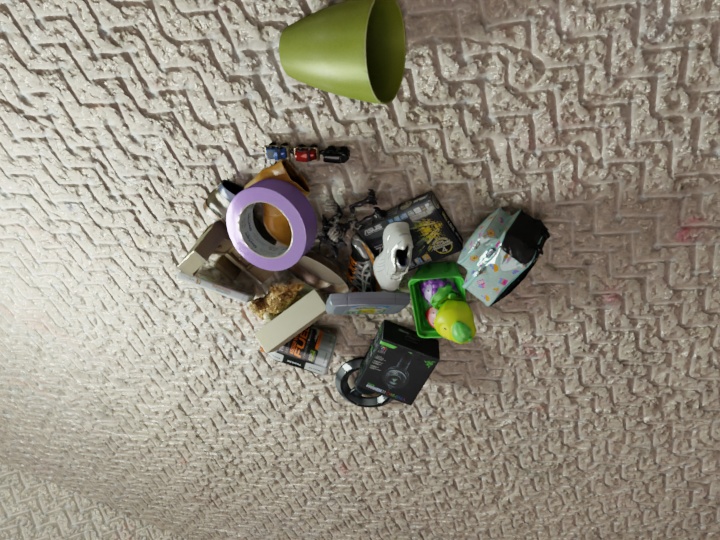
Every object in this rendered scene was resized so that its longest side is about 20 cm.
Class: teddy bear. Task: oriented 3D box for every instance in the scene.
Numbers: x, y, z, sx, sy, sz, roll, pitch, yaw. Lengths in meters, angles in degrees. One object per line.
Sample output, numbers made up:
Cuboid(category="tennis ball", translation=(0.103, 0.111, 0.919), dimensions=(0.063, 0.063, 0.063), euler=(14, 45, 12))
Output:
Cuboid(category="teddy bear", translation=(-0.222, 0.084, 1.499), dimensions=(0.200, 0.145, 0.067), euler=(-38, 73, 29))

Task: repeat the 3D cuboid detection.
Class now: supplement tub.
Cuboid(category="supplement tub", translation=(-0.174, 0.213, 1.587), dimensions=(0.199, 0.123, 0.123), euler=(17, 131, -4))

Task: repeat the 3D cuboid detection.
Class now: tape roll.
Cuboid(category="tape roll", translation=(-0.202, -0.103, 1.272), dimensions=(0.199, 0.066, 0.201), euler=(9, 117, 18))

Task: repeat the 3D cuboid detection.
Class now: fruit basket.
Cuboid(category="fruit basket", translation=(0.204, 0.102, 1.367), dimensions=(0.155, 0.216, 0.216), euler=(-3, 129, 14))

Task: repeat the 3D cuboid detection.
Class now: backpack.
Cuboid(category="backpack", translation=(0.307, -0.028, 1.257), dimensions=(0.153, 0.176, 0.200), euler=(29, 130, 8))

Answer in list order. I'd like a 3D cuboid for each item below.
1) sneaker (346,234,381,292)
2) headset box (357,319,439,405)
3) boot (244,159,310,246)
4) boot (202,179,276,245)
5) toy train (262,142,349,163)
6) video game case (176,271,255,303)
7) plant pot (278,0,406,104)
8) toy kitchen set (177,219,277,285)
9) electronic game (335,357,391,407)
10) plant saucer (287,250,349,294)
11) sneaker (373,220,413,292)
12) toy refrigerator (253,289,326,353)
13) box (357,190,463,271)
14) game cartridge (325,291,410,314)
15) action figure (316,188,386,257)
Cuboid(category="sneaker", translation=(0.000, 0.000, 1.390), dimensions=(0.077, 0.078, 0.201), euler=(-19, 127, -7))
Cuboid(category="headset box", translation=(0.109, 0.254, 1.568), dimensions=(0.174, 0.093, 0.200), euler=(22, 120, -7))
Cuboid(category="boot", translation=(-0.169, -0.152, 1.311), dimensions=(0.144, 0.071, 0.201), euler=(-20, 117, 33))
Cuboid(category="boot", translation=(-0.277, -0.135, 1.350), dimensions=(0.200, 0.075, 0.097), euler=(31, 131, -12))
Cuboid(category="toy train", translation=(-0.123, -0.257, 1.234), dimensions=(0.199, 0.046, 0.034), euler=(5, 130, 8))
Cuboid(category="video game case", translation=(-0.371, 0.042, 1.463), dimensions=(0.181, 0.200, 0.023), euler=(20, 88, -5))
Cuboid(category="plant pot", translation=(-0.041, -0.404, 1.028), dimensions=(0.199, 0.187, 0.188), euler=(9, 132, 24))
Cuboid(category="toy kitchen set", translation=(-0.343, 0.002, 1.407), dimensions=(0.200, 0.181, 0.163), euler=(43, 126, -18))
Cuboid(category="electronic game", translation=(0.021, 0.344, 1.709), dimensions=(0.199, 0.042, 0.201), euler=(4, 122, 6))
Cuboid(category="plant saucer", translation=(-0.110, 0.000, 1.408), dimensions=(0.200, 0.032, 0.200), euler=(24, 160, 9))
Cuboid(category="sneaker", translation=(0.078, -0.017, 1.297), dimensions=(0.074, 0.087, 0.201), euler=(-6, 135, -13))
Cuboid(category="toy refrigerator", translation=(-0.179, 0.132, 1.487), dimensions=(0.200, 0.076, 0.070), euler=(-37, 82, 3))
Cuboid(category="box", translation=(0.120, -0.082, 1.329), dimensions=(0.199, 0.049, 0.161), euler=(-21, 120, 28))
Cuboid(category="game cartridge", translation=(0.017, 0.082, 1.393), dimensions=(0.199, 0.041, 0.133), euler=(0, 162, -9))
Cuboid(category="action figure", translation=(-0.045, -0.113, 1.297), dimensions=(0.200, 0.119, 0.102), euler=(-30, 152, 24))
